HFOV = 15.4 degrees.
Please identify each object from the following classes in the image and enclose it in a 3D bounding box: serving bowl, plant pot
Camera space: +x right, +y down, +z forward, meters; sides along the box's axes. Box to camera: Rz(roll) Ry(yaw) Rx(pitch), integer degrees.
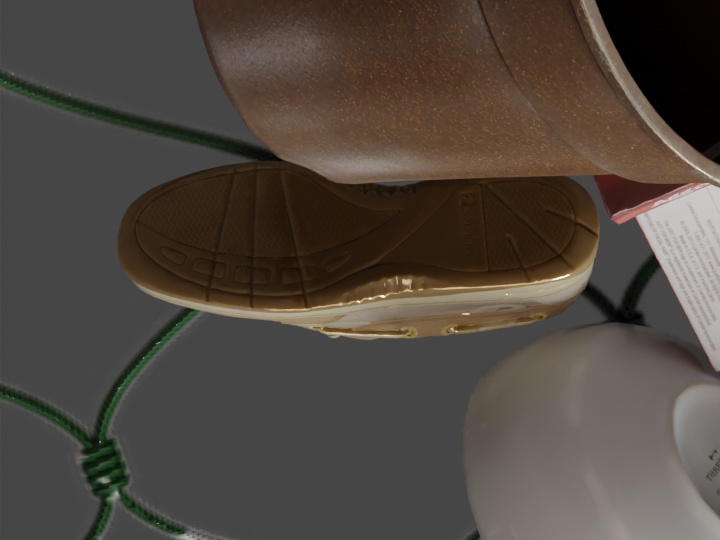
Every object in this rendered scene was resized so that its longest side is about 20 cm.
[{"bbox_3d":[0.139,0.099,1.106,0.200,0.200,0.066,31,128,-22],"label":"serving bowl"},{"bbox_3d":[0.058,-0.114,0.938,0.198,0.200,0.200,-8,133,43],"label":"plant pot"}]

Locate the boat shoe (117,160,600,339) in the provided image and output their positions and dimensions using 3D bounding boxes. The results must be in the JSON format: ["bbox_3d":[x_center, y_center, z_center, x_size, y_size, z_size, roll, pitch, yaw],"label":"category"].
[{"bbox_3d":[0.000,0.000,1.113,0.200,0.074,0.069,2,152,6],"label":"boat shoe"}]

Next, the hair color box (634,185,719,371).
[{"bbox_3d":[0.214,-0.050,1.095,0.200,0.064,0.111,-22,122,14],"label":"hair color box"}]

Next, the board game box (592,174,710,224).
[{"bbox_3d":[0.172,-0.104,1.042,0.200,0.019,0.103,-23,80,13],"label":"board game box"}]
